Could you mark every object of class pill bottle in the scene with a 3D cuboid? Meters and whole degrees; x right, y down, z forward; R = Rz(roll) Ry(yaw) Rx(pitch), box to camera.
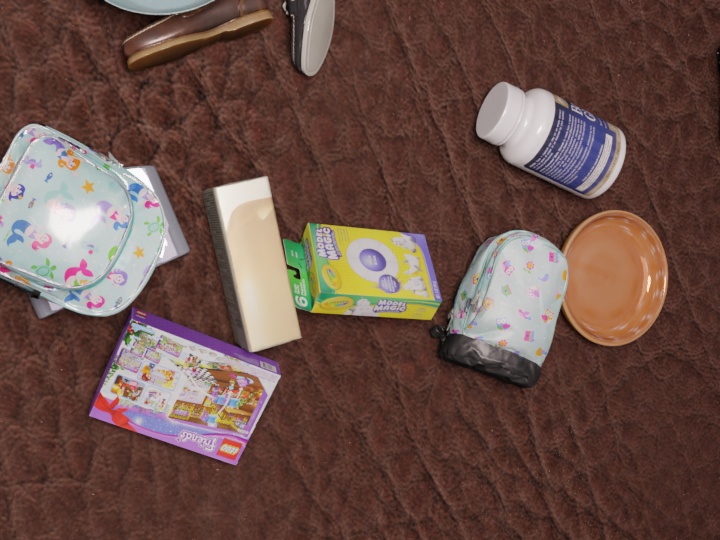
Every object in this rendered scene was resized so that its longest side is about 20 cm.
[{"bbox_3d":[0.266,-0.187,1.217,0.197,0.111,0.113,21,85,-20],"label":"pill bottle"}]

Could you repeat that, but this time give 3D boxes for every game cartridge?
[{"bbox_3d":[-0.321,-0.044,1.040,0.197,0.041,0.135,-26,105,-18],"label":"game cartridge"}]

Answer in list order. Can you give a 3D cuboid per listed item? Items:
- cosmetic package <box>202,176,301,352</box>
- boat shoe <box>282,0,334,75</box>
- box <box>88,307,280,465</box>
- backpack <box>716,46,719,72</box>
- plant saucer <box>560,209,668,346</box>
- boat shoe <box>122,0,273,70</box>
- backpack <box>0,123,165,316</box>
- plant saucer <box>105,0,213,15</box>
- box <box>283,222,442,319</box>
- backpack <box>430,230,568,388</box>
[{"bbox_3d":[-0.137,-0.009,1.075,0.070,0.105,0.204,-14,98,-18],"label":"cosmetic package"},{"bbox_3d":[-0.069,-0.357,1.111,0.059,0.074,0.204,13,107,19],"label":"boat shoe"},{"bbox_3d":[-0.215,0.145,1.062,0.197,0.039,0.139,24,104,-20],"label":"box"},{"bbox_3d":[0.660,-0.261,1.355,0.179,0.134,0.205,-3,96,-20],"label":"backpack"},{"bbox_3d":[0.376,0.011,1.306,0.196,0.037,0.205,-1,92,-20],"label":"plant saucer"},{"bbox_3d":[-0.205,-0.307,1.059,0.198,0.070,0.071,-27,97,-25],"label":"boat shoe"},{"bbox_3d":[-0.316,-0.047,0.952,0.198,0.150,0.180,31,80,-23],"label":"backpack"},{"bbox_3d":[-0.234,-0.367,1.028,0.196,0.039,0.205,2,61,-3],"label":"plant saucer"},{"bbox_3d":[0.000,0.000,1.126,0.196,0.049,0.119,3,51,-20],"label":"box"},{"bbox_3d":[0.208,0.047,1.197,0.164,0.126,0.204,22,81,-17],"label":"backpack"}]
